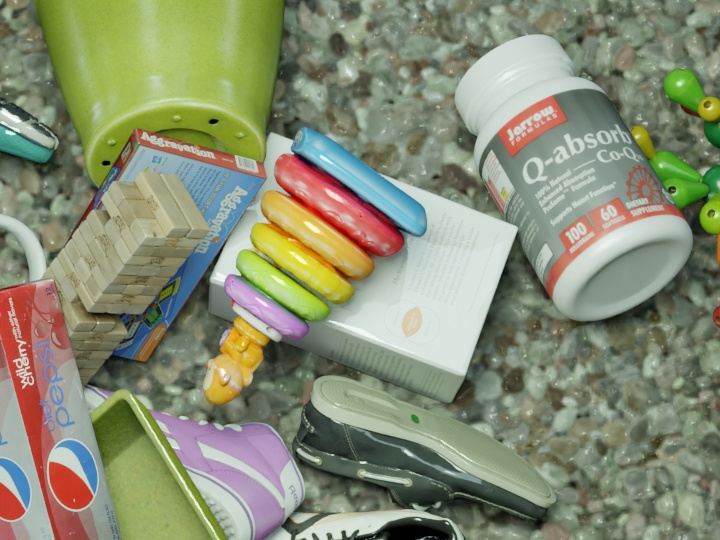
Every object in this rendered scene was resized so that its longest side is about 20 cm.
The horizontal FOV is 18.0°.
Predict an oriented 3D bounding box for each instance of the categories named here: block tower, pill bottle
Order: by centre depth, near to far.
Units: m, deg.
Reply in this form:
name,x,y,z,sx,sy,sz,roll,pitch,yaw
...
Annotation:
name,x,y,z,sx,sy,sz,roll,pitch,yaw
block tower,-0.188,0.017,1.591,0.054,0.200,0.058,3,45,-46
pill bottle,0.155,-0.072,1.707,0.115,0.116,0.201,-23,62,-11

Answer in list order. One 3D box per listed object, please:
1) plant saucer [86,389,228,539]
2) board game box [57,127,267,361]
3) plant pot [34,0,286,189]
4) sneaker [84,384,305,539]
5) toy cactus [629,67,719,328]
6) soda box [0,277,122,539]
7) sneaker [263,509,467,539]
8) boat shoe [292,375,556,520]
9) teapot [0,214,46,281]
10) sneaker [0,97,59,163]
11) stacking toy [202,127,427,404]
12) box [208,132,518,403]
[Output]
name,x,y,z,sx,sy,sz,roll,pitch,yaw
plant saucer,-0.162,0.212,1.602,0.200,0.048,0.200,-40,77,30
board game box,-0.157,-0.015,1.630,0.103,0.200,0.020,15,39,-28
plant pot,-0.141,-0.154,1.650,0.199,0.201,0.194,-4,56,-6
sneaker,-0.131,0.134,1.670,0.200,0.073,0.114,33,38,22
toy cactus,0.294,-0.061,1.754,0.164,0.102,0.201,-13,72,-28
soda box,-0.228,0.111,1.555,0.063,0.070,0.201,-14,91,36
sneaker,-0.017,0.202,1.645,0.199,0.080,0.074,-7,76,-5
boat shoe,0.048,0.144,1.684,0.199,0.072,0.068,21,109,-5
teapot,-0.338,0.040,1.634,0.199,0.198,0.147,-22,114,10
sneaker,-0.326,-0.106,1.725,0.199,0.078,0.080,11,92,4
stacking toy,-0.052,0.009,1.596,0.110,0.116,0.200,35,90,-8
box,0.000,0.000,1.695,0.199,0.098,0.125,21,73,1
